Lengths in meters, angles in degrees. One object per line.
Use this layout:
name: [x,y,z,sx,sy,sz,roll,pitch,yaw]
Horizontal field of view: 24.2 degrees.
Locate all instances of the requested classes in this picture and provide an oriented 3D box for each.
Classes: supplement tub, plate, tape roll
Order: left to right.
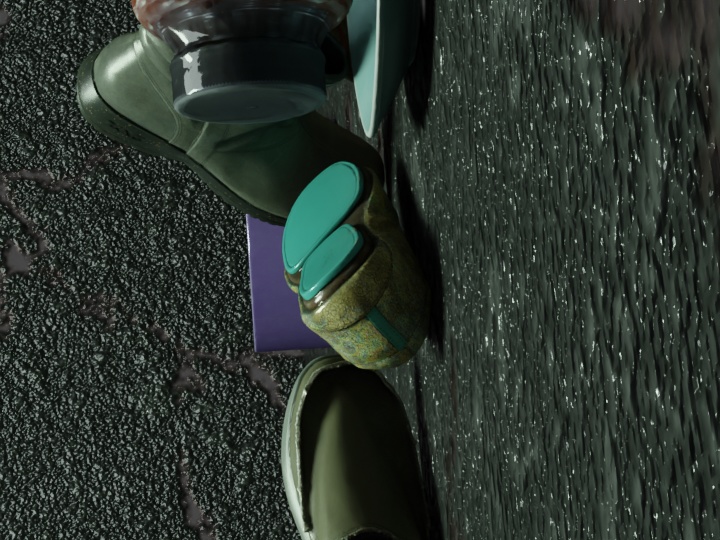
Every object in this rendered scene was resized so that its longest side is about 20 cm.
supplement tub: [-0.056,-0.173,0.776,0.107,0.106,0.201,110,155,-81]
tape roll: [-0.058,-0.030,1.476,0.200,0.084,0.201,177,90,-86]
plate: [0.009,-0.163,0.780,0.200,0.025,0.201,176,90,-85]

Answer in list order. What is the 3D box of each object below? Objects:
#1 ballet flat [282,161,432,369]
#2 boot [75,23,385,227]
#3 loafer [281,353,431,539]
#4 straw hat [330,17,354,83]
ballet flat: [0.000,0.000,0.831,0.200,0.070,0.071,-105,12,-74]
boot: [-0.044,-0.086,0.899,0.130,0.199,0.068,-23,53,51]
loafer: [0.008,0.130,0.833,0.070,0.075,0.201,119,144,-61]
straw hat: [-0.079,-0.171,0.960,0.201,0.085,0.201,51,-161,-26]
